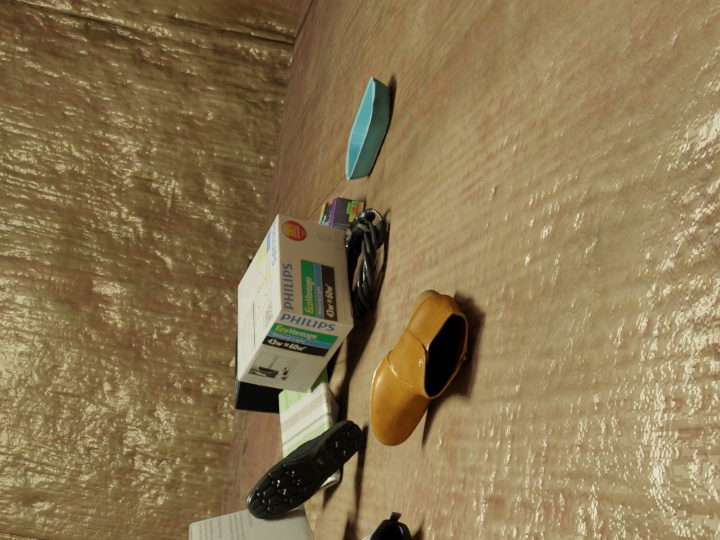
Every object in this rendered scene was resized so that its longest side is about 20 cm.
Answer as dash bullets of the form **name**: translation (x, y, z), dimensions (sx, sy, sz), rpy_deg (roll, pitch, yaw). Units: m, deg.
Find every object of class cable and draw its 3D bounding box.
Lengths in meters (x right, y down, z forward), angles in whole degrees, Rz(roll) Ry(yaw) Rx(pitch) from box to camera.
- **cable**: translation (0.000, 0.000, 1.762), dimensions (0.200, 0.051, 0.164), rpy_deg (130, 144, -64)

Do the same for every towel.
- **towel**: translation (-0.081, 0.267, 1.800), dimensions (0.149, 0.031, 0.201), rpy_deg (-38, 49, 45)

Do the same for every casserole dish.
- **casserole dish**: translation (0.015, -0.242, 1.916), dimensions (0.200, 0.039, 0.121), rpy_deg (114, 163, -50)

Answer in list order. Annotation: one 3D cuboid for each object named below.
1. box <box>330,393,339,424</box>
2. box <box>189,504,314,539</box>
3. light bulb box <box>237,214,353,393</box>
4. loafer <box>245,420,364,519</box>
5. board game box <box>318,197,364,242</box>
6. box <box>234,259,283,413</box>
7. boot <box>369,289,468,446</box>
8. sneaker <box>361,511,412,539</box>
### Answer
- **box**: translation (-0.072, 0.229, 1.915), dimensions (0.200, 0.041, 0.039), rpy_deg (-147, 67, -78)
- **box**: translation (-0.135, 0.455, 1.528), dimensions (0.200, 0.171, 0.200), rpy_deg (-139, 38, -77)
- **light bulb box**: translation (-0.109, 0.055, 1.764), dimensions (0.200, 0.124, 0.199), rpy_deg (125, 150, -44)
- **loafer**: translation (-0.080, 0.289, 1.583), dimensions (0.200, 0.068, 0.070), rpy_deg (-35, -4, -22)
- **board game box**: translation (-0.049, -0.024, 1.996), dimensions (0.165, 0.056, 0.201), rpy_deg (165, 115, -80)
- **box**: translation (-0.159, 0.121, 2.004), dimensions (0.197, 0.123, 0.201), rpy_deg (-95, 15, -51)
- **boot**: translation (0.062, 0.122, 1.217), dimensions (0.144, 0.071, 0.202), rpy_deg (-113, 39, -76)
- **sneaker**: translation (0.022, 0.358, 1.191), dimensions (0.140, 0.077, 0.201), rpy_deg (111, 164, -49)
